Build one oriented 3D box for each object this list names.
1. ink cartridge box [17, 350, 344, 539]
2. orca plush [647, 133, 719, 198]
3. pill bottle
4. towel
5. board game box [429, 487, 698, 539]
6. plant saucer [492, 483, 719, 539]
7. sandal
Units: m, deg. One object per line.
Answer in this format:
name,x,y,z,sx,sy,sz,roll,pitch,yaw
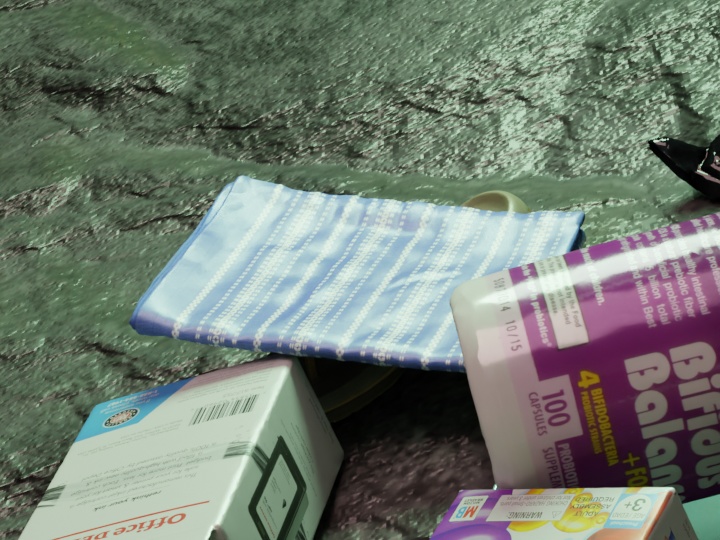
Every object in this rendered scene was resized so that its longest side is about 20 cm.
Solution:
ink cartridge box,-0.089,0.125,1.182,0.116,0.068,0.200,-16,22,20
orca plush,0.228,-0.124,1.350,0.200,0.071,0.105,-35,29,-15
pill bottle,0.145,0.034,1.044,0.200,0.112,0.112,-15,29,3
towel,0.000,0.000,1.275,0.200,0.024,0.145,5,32,21
board game box,0.053,0.184,0.944,0.103,0.105,0.200,-4,34,37
plant saucer,0.151,0.089,1.104,0.200,0.027,0.200,-21,29,12
sandal,0.008,0.011,1.327,0.200,0.054,0.080,-40,31,-24
